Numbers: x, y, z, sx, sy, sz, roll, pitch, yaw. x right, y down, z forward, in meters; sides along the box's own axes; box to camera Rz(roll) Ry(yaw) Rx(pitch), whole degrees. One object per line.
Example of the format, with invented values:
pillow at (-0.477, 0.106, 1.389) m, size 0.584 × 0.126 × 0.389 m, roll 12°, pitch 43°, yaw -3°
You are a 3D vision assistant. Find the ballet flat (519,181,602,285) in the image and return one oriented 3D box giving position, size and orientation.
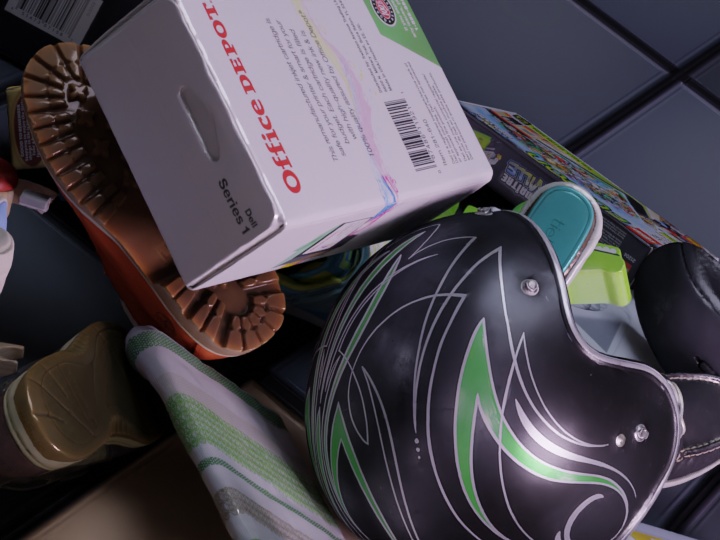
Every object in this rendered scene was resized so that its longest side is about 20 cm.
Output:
ballet flat at (0.081, 0.035, 1.760) m, size 0.069 × 0.200 × 0.069 m, roll 36°, pitch -9°, yaw 7°

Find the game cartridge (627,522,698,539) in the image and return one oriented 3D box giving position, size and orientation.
game cartridge at (0.184, 0.206, 1.701) m, size 0.199 × 0.041 × 0.134 m, roll 18°, pitch 35°, yaw -25°

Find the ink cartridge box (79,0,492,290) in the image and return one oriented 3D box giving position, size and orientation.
ink cartridge box at (-0.038, -0.083, 1.568) m, size 0.200 × 0.084 × 0.145 m, roll -15°, pitch 76°, yaw -53°

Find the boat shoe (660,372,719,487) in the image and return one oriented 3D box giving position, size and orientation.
boat shoe at (0.165, 0.092, 1.779) m, size 0.199 × 0.060 × 0.074 m, roll -1°, pitch 67°, yaw -25°

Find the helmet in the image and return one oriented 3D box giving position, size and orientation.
helmet at (0.062, 0.073, 1.609) m, size 0.190 × 0.200 × 0.200 m, roll 37°, pitch 24°, yaw -26°

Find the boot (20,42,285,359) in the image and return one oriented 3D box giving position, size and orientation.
boot at (-0.131, -0.031, 1.597) m, size 0.075 × 0.107 × 0.201 m, roll -36°, pitch 94°, yaw -24°

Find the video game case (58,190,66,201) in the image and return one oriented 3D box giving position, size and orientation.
video game case at (-0.068, -0.058, 1.786) m, size 0.199 × 0.143 × 0.018 m, roll -3°, pitch 89°, yaw -48°

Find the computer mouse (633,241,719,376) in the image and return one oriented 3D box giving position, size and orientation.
computer mouse at (0.261, 0.058, 1.849) m, size 0.046 × 0.140 × 0.201 m, roll -22°, pitch 78°, yaw -56°

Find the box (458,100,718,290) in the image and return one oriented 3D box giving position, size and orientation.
box at (0.148, -0.051, 2.022) m, size 0.200 × 0.035 × 0.110 m, roll 38°, pitch 16°, yaw 27°

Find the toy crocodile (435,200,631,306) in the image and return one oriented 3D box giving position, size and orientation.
toy crocodile at (0.079, -0.012, 1.841) m, size 0.199 × 0.068 × 0.062 m, roll 17°, pitch 57°, yaw 20°

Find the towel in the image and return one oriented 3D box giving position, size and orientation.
towel at (-0.053, 0.130, 1.540) m, size 0.149 × 0.031 × 0.200 m, roll 39°, pitch 17°, yaw -50°

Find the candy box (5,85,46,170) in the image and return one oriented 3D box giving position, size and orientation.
candy box at (-0.105, -0.094, 1.739) m, size 0.199 × 0.056 × 0.115 m, roll -2°, pitch 3°, yaw 40°

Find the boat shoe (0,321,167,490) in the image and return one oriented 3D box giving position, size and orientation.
boat shoe at (-0.160, 0.075, 1.525) m, size 0.072 × 0.066 × 0.201 m, roll 66°, pitch 14°, yaw 0°

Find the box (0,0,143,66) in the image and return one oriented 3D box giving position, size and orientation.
box at (-0.190, -0.215, 1.918) m, size 0.199 × 0.104 × 0.182 m, roll 28°, pitch 27°, yaw -9°

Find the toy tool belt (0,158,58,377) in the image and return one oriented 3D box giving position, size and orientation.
toy tool belt at (-0.235, 0.015, 1.527) m, size 0.124 × 0.124 × 0.200 m, roll 16°, pitch 16°, yaw 1°

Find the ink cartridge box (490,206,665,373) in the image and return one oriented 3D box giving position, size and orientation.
ink cartridge box at (0.114, 0.038, 1.891) m, size 0.199 × 0.041 × 0.200 m, roll 25°, pitch 29°, yaw -13°

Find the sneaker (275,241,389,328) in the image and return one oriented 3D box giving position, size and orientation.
sneaker at (0.000, 0.000, 1.736) m, size 0.199 × 0.080 × 0.130 m, roll 11°, pitch -7°, yaw -19°
